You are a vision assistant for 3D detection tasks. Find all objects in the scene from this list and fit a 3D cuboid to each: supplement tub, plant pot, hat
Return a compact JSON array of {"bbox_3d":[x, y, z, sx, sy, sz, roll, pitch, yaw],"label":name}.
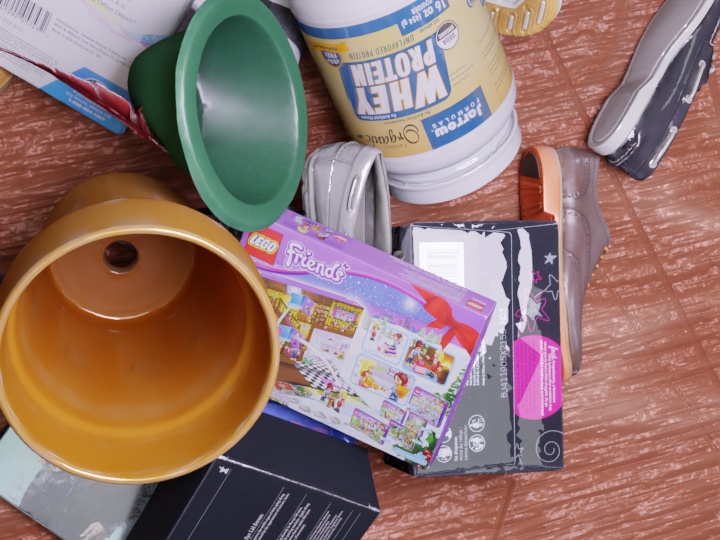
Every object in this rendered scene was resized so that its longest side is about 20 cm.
[{"bbox_3d":[0.040,-0.169,1.316,0.144,0.145,0.201,-33,124,-11],"label":"supplement tub"},{"bbox_3d":[-0.168,0.021,1.214,0.198,0.184,0.202,-5,117,-9],"label":"plant pot"},{"bbox_3d":[-0.158,-0.124,1.240,0.166,0.174,0.202,-55,135,-47],"label":"hat"}]

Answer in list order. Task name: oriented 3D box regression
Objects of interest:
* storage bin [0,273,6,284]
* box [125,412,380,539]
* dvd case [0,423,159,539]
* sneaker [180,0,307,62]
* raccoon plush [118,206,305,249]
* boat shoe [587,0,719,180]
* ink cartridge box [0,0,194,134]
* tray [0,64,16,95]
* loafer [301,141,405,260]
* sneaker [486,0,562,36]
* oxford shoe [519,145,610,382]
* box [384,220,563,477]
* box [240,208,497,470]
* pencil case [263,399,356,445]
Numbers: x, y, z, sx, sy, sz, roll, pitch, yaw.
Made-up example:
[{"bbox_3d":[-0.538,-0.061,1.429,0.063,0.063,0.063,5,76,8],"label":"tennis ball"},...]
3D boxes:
[{"bbox_3d":[-0.354,0.057,1.257,0.198,0.135,0.095,-5,90,-13],"label":"storage bin"},{"bbox_3d":[-0.095,0.211,1.288,0.140,0.079,0.201,20,119,-23],"label":"box"},{"bbox_3d":[-0.198,0.124,1.351,0.146,0.022,0.201,37,81,-10],"label":"dvd case"},{"bbox_3d":[-0.119,-0.248,1.355,0.199,0.073,0.113,30,66,-4],"label":"sneaker"},{"bbox_3d":[-0.111,0.016,1.359,0.198,0.097,0.136,5,102,15],"label":"raccoon plush"},{"bbox_3d":[0.270,-0.171,1.434,0.060,0.074,0.201,36,76,-19],"label":"boat shoe"},{"bbox_3d":[-0.195,-0.227,1.259,0.144,0.201,0.085,30,40,-6],"label":"ink cartridge box"},{"bbox_3d":[-0.336,-0.136,1.246,0.098,0.201,0.037,39,126,-10],"label":"tray"},{"bbox_3d":[0.000,0.000,1.305,0.070,0.069,0.202,-24,110,-50],"label":"loafer"},{"bbox_3d":[0.077,-0.255,1.398,0.198,0.088,0.076,26,118,8],"label":"sneaker"},{"bbox_3d":[0.182,-0.006,1.415,0.072,0.071,0.203,-2,90,-18],"label":"oxford shoe"},{"bbox_3d":[0.088,0.062,1.370,0.131,0.115,0.203,-1,88,-12],"label":"box"},{"bbox_3d":[-0.011,0.049,1.271,0.198,0.039,0.138,24,112,9],"label":"box"},{"bbox_3d":[-0.093,0.123,1.325,0.198,0.078,0.087,13,119,-20],"label":"pencil case"}]
